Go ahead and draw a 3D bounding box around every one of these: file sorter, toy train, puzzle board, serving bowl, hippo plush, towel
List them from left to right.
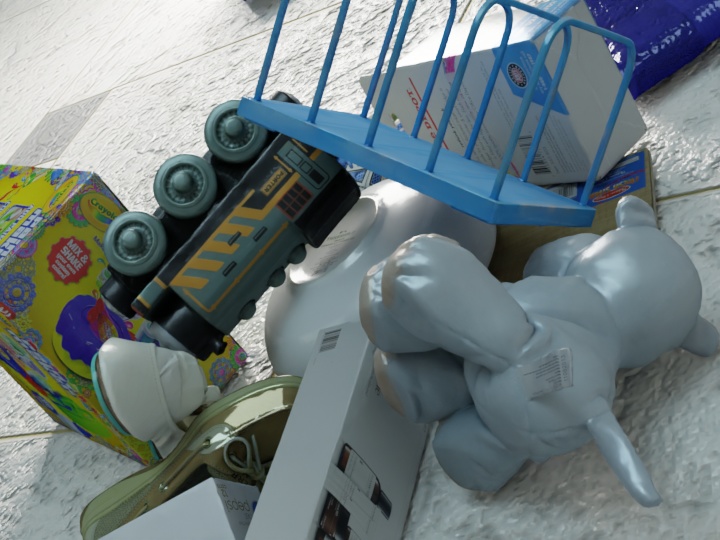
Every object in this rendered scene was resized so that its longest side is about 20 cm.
[{"bbox_3d":[-0.092,-0.031,0.887,0.200,0.114,0.085,-49,-13,-5],"label":"toy train"},{"bbox_3d":[0.000,0.000,0.908,0.199,0.066,0.201,-36,26,20],"label":"serving bowl"},{"bbox_3d":[0.052,-0.119,0.793,0.199,0.138,0.124,25,104,31],"label":"file sorter"},{"bbox_3d":[0.112,-0.002,0.869,0.199,0.017,0.151,-22,31,25],"label":"puzzle board"},{"bbox_3d":[0.106,0.018,0.697,0.160,0.160,0.200,-38,9,-26],"label":"hippo plush"},{"bbox_3d":[0.261,-0.216,0.990,0.199,0.050,0.148,-34,36,4],"label":"towel"}]

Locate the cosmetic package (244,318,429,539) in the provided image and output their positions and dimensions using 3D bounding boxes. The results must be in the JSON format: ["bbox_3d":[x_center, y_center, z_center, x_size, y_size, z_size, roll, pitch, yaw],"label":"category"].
[{"bbox_3d":[-0.009,0.127,0.748,0.050,0.083,0.201,-15,36,29],"label":"cosmetic package"}]

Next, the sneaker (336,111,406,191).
[{"bbox_3d":[-0.005,-0.080,1.045,0.200,0.077,0.075,-50,33,-19],"label":"sneaker"}]

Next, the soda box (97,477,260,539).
[{"bbox_3d":[-0.147,0.204,0.779,0.199,0.064,0.069,-30,67,13],"label":"soda box"}]

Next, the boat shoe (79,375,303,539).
[{"bbox_3d":[-0.103,0.146,0.838,0.200,0.073,0.063,-33,40,10],"label":"boat shoe"}]

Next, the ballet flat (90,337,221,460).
[{"bbox_3d":[-0.130,0.086,0.861,0.069,0.200,0.070,-1,70,3],"label":"ballet flat"}]

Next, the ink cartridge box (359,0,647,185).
[{"bbox_3d":[0.101,-0.126,0.943,0.068,0.116,0.199,-43,24,-28],"label":"ink cartridge box"}]

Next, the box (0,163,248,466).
[{"bbox_3d":[-0.229,0.030,1.004,0.122,0.200,0.192,-49,30,-22],"label":"box"}]
